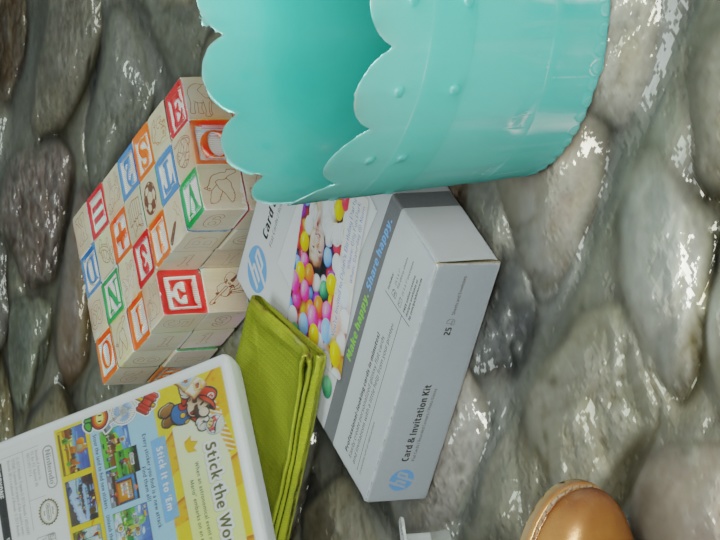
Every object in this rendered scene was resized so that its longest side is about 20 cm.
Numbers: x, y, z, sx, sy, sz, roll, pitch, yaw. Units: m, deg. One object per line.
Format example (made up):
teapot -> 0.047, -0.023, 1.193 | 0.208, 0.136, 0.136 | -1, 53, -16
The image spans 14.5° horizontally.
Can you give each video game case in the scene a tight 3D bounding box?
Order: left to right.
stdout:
video game case -> -0.131, 0.164, 1.535 | 0.023, 0.181, 0.201 | 49, -157, -55

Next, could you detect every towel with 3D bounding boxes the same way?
towel -> -0.063, 0.122, 1.573 | 0.086, 0.018, 0.201 | 37, 120, 52

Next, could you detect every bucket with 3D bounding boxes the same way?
bucket -> 0.019, -0.132, 1.366 | 0.207, 0.134, 0.209 | 6, 96, 63

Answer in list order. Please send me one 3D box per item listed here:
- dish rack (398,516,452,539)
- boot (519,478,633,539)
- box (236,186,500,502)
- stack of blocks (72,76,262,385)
dish rack -> 0.050, 0.230, 1.352 | 0.172, 0.043, 0.201 | -96, -1, -74
boot -> 0.133, 0.187, 1.230 | 0.155, 0.076, 0.202 | -14, 69, 56
box -> 0.000, 0.000, 1.520 | 0.200, 0.041, 0.157 | -121, 38, -46
stack of blocks -> -0.107, -0.021, 1.715 | 0.200, 0.058, 0.116 | -46, 51, 55
